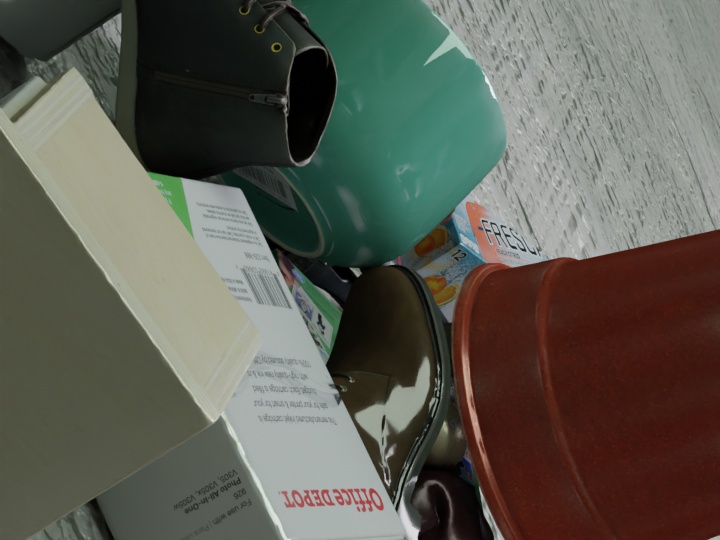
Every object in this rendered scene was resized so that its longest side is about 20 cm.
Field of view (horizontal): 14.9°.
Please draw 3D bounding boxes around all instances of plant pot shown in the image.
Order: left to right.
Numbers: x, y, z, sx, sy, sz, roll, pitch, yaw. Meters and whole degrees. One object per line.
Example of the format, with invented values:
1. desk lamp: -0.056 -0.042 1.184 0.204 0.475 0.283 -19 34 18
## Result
1. plant pot: 0.182 0.063 1.514 0.201 0.195 0.201 45 35 -44

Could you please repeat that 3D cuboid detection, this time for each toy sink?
1. toy sink: -0.155 -0.004 1.141 0.200 0.130 0.112 54 19 -10

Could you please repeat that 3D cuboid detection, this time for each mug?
1. mug: -0.020 -0.074 1.498 0.152 0.114 0.185 48 -22 -8

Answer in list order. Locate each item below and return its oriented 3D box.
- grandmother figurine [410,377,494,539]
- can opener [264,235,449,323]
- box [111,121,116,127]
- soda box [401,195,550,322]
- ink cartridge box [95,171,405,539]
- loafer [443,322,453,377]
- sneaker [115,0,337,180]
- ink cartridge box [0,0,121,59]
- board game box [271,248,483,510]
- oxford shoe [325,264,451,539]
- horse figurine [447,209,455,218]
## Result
1. grandmother figurine: 0.049 0.151 1.471 0.121 0.060 0.201 32 46 -67
2. can opener: 0.000 0.000 1.629 0.200 0.063 0.079 43 31 -39
3. box: -0.135 -0.050 1.403 0.039 0.041 0.200 61 18 4
4. soda box: 0.084 0.013 1.811 0.200 0.068 0.064 35 30 -48
5. ink cartridge box: -0.077 0.060 1.308 0.200 0.084 0.146 64 19 15
6. loafer: 0.086 0.057 1.641 0.200 0.069 0.075 -12 88 -68
7. sneaker: -0.063 -0.146 1.377 0.075 0.106 0.201 -3 93 -58
8. ink cartridge box: -0.193 -0.232 1.443 0.146 0.084 0.200 39 27 -48
9. board game box: 0.006 0.094 1.553 0.200 0.029 0.135 46 23 -34
10. oxford shoe: -0.005 0.073 1.423 0.084 0.073 0.200 37 48 -35
11. horse figurine: -0.036 -0.088 1.668 0.200 0.050 0.133 41 0 -18
